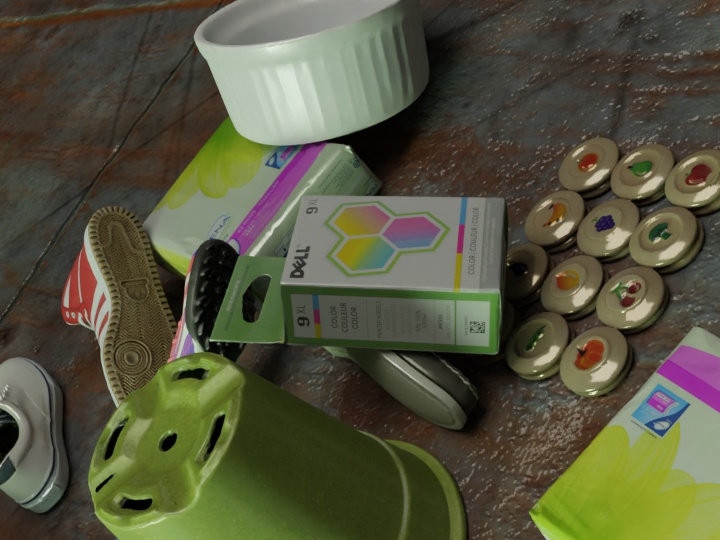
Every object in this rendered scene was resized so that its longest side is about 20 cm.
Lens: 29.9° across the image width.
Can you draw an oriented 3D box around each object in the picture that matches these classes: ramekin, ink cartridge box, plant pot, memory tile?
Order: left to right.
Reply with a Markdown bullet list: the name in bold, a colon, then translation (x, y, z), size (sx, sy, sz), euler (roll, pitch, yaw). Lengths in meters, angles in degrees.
- **plant pot**: translation (-0.067, 0.152, 0.861), size (0.200, 0.190, 0.200), euler (-27, 40, 25)
- **ramekin**: translation (-0.035, -0.188, 1.177), size (0.200, 0.098, 0.200), euler (-12, 26, 6)
- **ink cartridge box**: translation (0.000, 0.000, 0.933), size (0.200, 0.059, 0.104), euler (2, 38, 8)
- **memory tile**: translation (0.161, -0.009, 0.939), size (0.153, 0.017, 0.200), euler (15, 67, 50)

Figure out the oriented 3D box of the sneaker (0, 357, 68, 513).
- **sneaker**: translation (-0.311, 0.132, 1.215), size (0.073, 0.071, 0.200), euler (-43, 37, 3)

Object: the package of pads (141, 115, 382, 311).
- **package of pads**: translation (-0.095, -0.048, 1.181), size (0.155, 0.068, 0.200), euler (-53, 36, -12)

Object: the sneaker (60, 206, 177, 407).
- **sneaker**: translation (-0.214, 0.056, 1.197), size (0.112, 0.071, 0.200), euler (-49, 49, 53)

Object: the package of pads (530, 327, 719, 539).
- **package of pads**: translation (0.199, 0.137, 0.705), size (0.155, 0.068, 0.200), euler (-48, 36, -4)

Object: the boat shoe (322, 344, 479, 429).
- **boat shoe**: translation (0.020, 0.046, 0.975), size (0.060, 0.072, 0.202), euler (-40, 43, -16)

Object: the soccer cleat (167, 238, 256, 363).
- **soccer cleat**: translation (-0.126, 0.075, 1.050), size (0.073, 0.068, 0.200), euler (-11, 75, 40)

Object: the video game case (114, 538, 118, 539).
- **video game case**: translation (-0.212, 0.250, 0.966), size (0.143, 0.018, 0.200), euler (-41, 5, 5)
